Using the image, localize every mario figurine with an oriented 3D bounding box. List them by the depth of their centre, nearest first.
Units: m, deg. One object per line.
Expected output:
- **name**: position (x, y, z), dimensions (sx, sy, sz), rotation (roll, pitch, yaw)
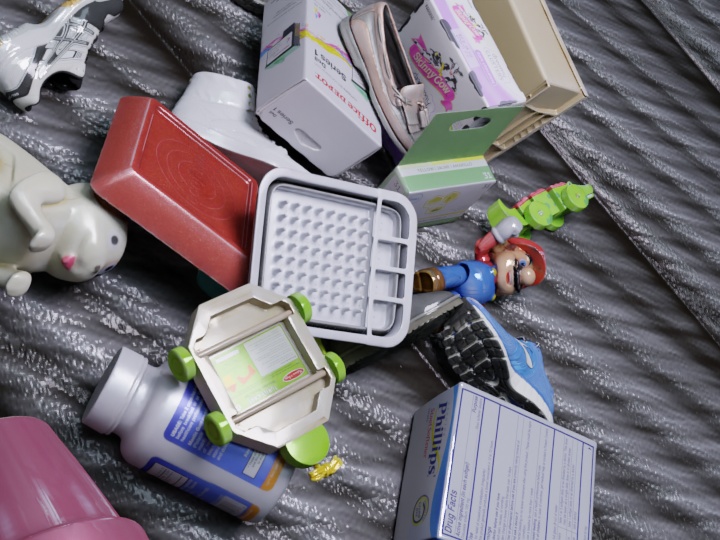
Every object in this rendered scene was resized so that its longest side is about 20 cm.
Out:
- **mario figurine**: position (0.163, 0.012, 1.297), dimensions (0.199, 0.124, 0.106), rotation (-21, 64, -33)

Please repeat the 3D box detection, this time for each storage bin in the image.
- **storage bin**: position (0.168, -0.273, 1.407), dimensions (0.093, 0.198, 0.201), rotation (1, 63, -50)

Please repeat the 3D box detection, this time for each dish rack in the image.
- **dish rack**: position (-0.034, -0.011, 1.122), dimensions (0.199, 0.043, 0.173), rotation (10, 80, -32)

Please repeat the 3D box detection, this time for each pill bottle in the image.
- **pill bottle**: position (-0.165, 0.156, 1.023), dimensions (0.199, 0.112, 0.113), rotation (30, 53, -14)

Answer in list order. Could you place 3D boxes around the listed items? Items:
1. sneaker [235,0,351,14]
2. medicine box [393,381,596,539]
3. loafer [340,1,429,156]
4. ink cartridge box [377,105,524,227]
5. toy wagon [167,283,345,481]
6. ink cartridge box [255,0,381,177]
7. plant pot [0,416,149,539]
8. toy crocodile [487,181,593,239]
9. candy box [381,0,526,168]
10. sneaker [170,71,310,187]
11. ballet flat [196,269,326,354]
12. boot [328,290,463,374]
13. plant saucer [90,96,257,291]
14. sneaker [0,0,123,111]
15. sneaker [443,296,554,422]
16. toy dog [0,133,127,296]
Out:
- **sneaker**: position (-0.076, -0.366, 1.391), dimensions (0.199, 0.077, 0.089), rotation (29, 45, -17)
- **medicine box**: position (0.154, 0.255, 1.165), dimensions (0.199, 0.103, 0.183), rotation (25, 55, -17)
- **loafer**: position (0.045, -0.229, 1.270), dimensions (0.201, 0.063, 0.072), rotation (62, 29, -6)
- **ink cartridge box**: position (0.106, -0.120, 1.278), dimensions (0.145, 0.200, 0.048), rotation (-11, 68, -35)
- **toy wagon**: position (-0.086, 0.113, 0.995), dimensions (0.155, 0.040, 0.201), rotation (-24, 81, -37)
- **ink cartridge box**: position (-0.048, -0.239, 1.280), dimensions (0.145, 0.084, 0.201), rotation (37, 38, -37)
- **plant pot**: position (-0.286, 0.231, 0.871), dimensions (0.199, 0.201, 0.180), rotation (-13, 56, -35)
- **toy crocodile**: position (0.249, -0.085, 1.431), dimensions (0.199, 0.068, 0.062), rotation (-23, 77, -37)
- **candy box**: position (0.096, -0.228, 1.332), dimensions (0.071, 0.200, 0.169), rotation (-15, 72, -36)
- **sneaker**: position (-0.126, -0.165, 1.245), dimensions (0.199, 0.074, 0.116), rotation (28, 57, -14)
- **ballet flat**: position (-0.095, 0.048, 1.158), dimensions (0.200, 0.067, 0.067), rotation (44, 34, -1)
- **boot**: position (0.001, -0.001, 1.215), dimensions (0.181, 0.073, 0.201), rotation (-23, 72, -13)
- **plant saucer**: position (-0.183, -0.091, 1.119), dimensions (0.200, 0.037, 0.200), rotation (38, 26, -25)
- **sneaker**: position (-0.335, -0.249, 1.179), dimensions (0.200, 0.075, 0.088), rotation (-45, 107, -36)
- **sneaker**: position (0.172, 0.110, 1.272), dimensions (0.201, 0.078, 0.089), rotation (54, 36, -18)
- **toy dog**: position (-0.332, -0.052, 1.039), dimensions (0.199, 0.140, 0.194), rotation (23, 19, -17)
